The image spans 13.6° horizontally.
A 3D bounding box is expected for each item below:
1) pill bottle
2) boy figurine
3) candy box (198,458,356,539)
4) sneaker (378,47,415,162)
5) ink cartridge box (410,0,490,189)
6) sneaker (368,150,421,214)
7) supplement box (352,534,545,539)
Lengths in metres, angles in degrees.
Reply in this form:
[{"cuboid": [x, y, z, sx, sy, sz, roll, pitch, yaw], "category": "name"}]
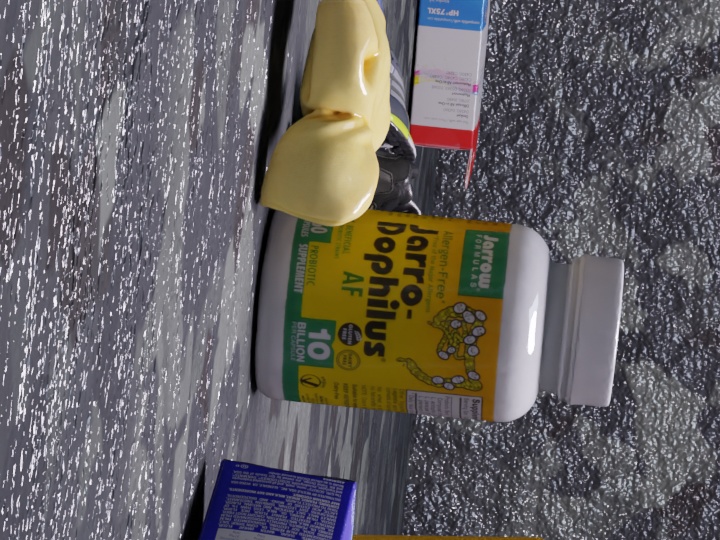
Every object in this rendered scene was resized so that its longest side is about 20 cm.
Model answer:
[{"cuboid": [0.045, 0.026, 1.697, 0.113, 0.199, 0.114, 6, 90, -86], "category": "pill bottle"}, {"cuboid": [-0.013, -0.108, 1.653, 0.125, 0.064, 0.201, 89, 9, -63], "category": "boy figurine"}, {"cuboid": [-0.053, 0.216, 1.442, 0.200, 0.077, 0.170, -75, 171, -61], "category": "candy box"}, {"cuboid": [-0.004, -0.101, 1.851, 0.200, 0.073, 0.081, 154, -68, -88], "category": "sneaker"}, {"cuboid": [0.088, -0.192, 2.987, 0.116, 0.067, 0.201, -68, 163, -74], "category": "ink cartridge box"}, {"cuboid": [0.000, 0.000, 1.799, 0.201, 0.090, 0.067, 92, 6, -46], "category": "sneaker"}, {"cuboid": [0.053, 0.231, 1.654, 0.200, 0.196, 0.134, -162, -103, -65], "category": "supplement box"}]
